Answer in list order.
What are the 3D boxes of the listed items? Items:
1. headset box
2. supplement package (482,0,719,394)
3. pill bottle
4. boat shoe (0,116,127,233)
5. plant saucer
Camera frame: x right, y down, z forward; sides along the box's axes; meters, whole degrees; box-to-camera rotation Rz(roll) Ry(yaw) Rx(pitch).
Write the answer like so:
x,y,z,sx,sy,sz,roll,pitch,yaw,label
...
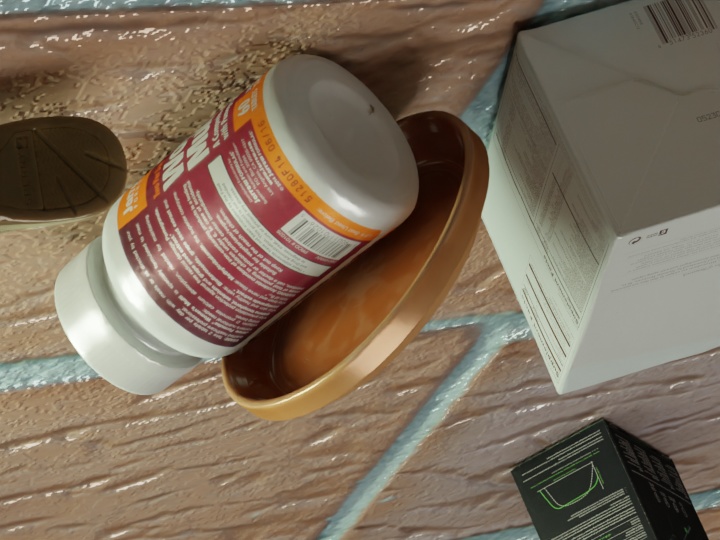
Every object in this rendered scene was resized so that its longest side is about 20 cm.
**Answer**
x,y,z,sx,sy,sz,roll,pitch,yaw,label
0.227,0.243,2.127,0.093,0.200,0.174,-30,155,16,headset box
0.190,-0.056,1.551,0.191,0.147,0.200,-16,155,-14,supplement package
-0.072,-0.021,1.444,0.200,0.110,0.109,-37,152,29,pill bottle
-0.221,-0.042,1.321,0.199,0.072,0.065,1,172,-19,boat shoe
0.000,0.000,1.461,0.032,0.201,0.200,38,122,-23,plant saucer
